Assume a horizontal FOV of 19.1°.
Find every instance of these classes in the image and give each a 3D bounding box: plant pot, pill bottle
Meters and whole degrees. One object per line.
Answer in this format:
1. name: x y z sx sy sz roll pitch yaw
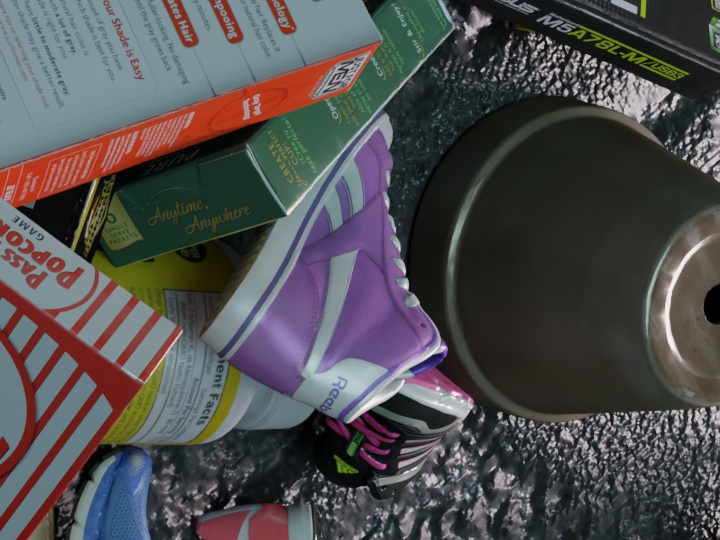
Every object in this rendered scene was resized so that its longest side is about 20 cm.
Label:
1. plant pot: 0.156 0.004 1.260 0.200 0.173 0.200 -7 102 -32
2. pill bottle: -0.122 0.035 1.120 0.200 0.114 0.115 4 98 -34

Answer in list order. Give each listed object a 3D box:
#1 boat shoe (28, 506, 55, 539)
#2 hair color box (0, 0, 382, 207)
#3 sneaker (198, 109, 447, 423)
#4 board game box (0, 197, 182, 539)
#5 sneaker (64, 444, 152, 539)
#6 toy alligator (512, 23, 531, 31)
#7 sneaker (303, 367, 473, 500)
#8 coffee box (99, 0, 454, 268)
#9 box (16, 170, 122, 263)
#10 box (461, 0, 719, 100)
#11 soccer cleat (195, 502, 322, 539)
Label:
1. boat shoe: -0.190 0.191 1.134 0.074 0.069 0.200 5 97 -34
2. hair color box: -0.103 -0.104 0.962 0.200 0.061 0.102 -21 77 -22
3. sneaker: 0.000 0.001 1.106 0.114 0.073 0.201 32 46 -6
4. board game box: -0.190 0.054 0.929 0.151 0.200 0.046 36 34 -2
5. sneaker: -0.116 0.193 1.140 0.089 0.079 0.200 0 72 -7
6. toy alligator: 0.156 -0.164 1.295 0.200 0.054 0.059 8 96 -34
7. sneaker: 0.011 0.085 1.196 0.074 0.200 0.087 40 88 10
8. coffee box: -0.046 -0.080 1.095 0.044 0.123 0.200 60 38 -18
9. box: -0.229 -0.014 1.008 0.200 0.049 0.160 19 87 9
10. box: 0.143 -0.220 1.239 0.193 0.047 0.200 20 64 -36
11. soccer cleat: -0.064 0.227 1.237 0.073 0.068 0.200 3 108 -5
